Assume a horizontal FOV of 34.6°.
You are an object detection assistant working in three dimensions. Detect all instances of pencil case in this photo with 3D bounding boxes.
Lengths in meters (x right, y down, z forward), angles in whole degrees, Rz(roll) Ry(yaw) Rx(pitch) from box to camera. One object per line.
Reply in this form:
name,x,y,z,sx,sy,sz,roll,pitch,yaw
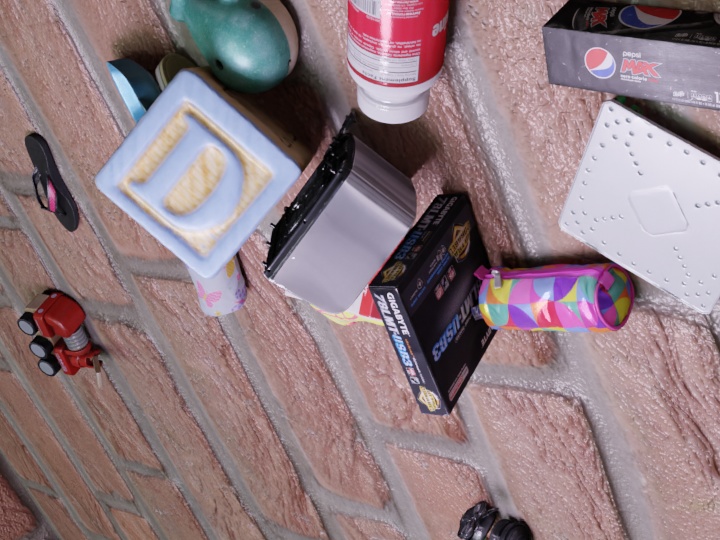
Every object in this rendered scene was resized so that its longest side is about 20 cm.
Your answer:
pencil case,-0.244,-0.023,1.839,0.090,0.083,0.202,13,135,34
pencil case,0.231,0.032,1.404,0.199,0.088,0.089,-2,125,45

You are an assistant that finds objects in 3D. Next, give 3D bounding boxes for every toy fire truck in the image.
toy fire truck,-0.584,0.149,2.352,0.198,0.129,0.177,7,132,26

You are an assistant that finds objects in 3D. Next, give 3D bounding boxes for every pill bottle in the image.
pill bottle,0.040,-0.265,1.267,0.112,0.112,0.201,28,142,22

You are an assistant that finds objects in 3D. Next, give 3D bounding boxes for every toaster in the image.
toaster,-0.023,-0.067,1.433,0.118,0.181,0.201,33,107,-13

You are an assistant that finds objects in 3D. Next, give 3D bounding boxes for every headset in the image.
headset,0.202,0.425,1.828,0.123,0.094,0.201,21,150,30

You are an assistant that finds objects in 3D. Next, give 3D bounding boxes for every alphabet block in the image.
alphabet block,-0.195,-0.133,1.496,0.196,0.196,0.200,42,-170,-6

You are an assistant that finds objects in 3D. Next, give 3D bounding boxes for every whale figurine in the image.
whale figurine,-0.176,-0.302,1.459,0.199,0.104,0.160,32,144,15

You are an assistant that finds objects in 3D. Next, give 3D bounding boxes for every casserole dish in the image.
casserole dish,-0.313,-0.247,1.665,0.200,0.039,0.122,40,157,60

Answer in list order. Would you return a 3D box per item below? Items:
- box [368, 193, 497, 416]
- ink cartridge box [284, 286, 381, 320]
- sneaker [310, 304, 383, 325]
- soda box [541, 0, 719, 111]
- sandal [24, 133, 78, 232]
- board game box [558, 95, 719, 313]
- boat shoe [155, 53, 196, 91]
box,0.102,0.040,1.439,0.049,0.200,0.200,-1,125,36
ink cartridge box,0.000,0.000,1.570,0.198,0.067,0.118,12,89,38
sneaker,-0.007,0.044,1.681,0.199,0.078,0.091,20,148,39
soda box,0.278,-0.211,1.119,0.198,0.063,0.071,16,136,35
sandal,-0.564,-0.150,2.072,0.075,0.045,0.202,15,136,35
board game box,0.326,-0.070,1.247,0.199,0.026,0.201,33,144,17
boat shoe,-0.228,-0.210,1.636,0.068,0.075,0.201,-21,109,49
